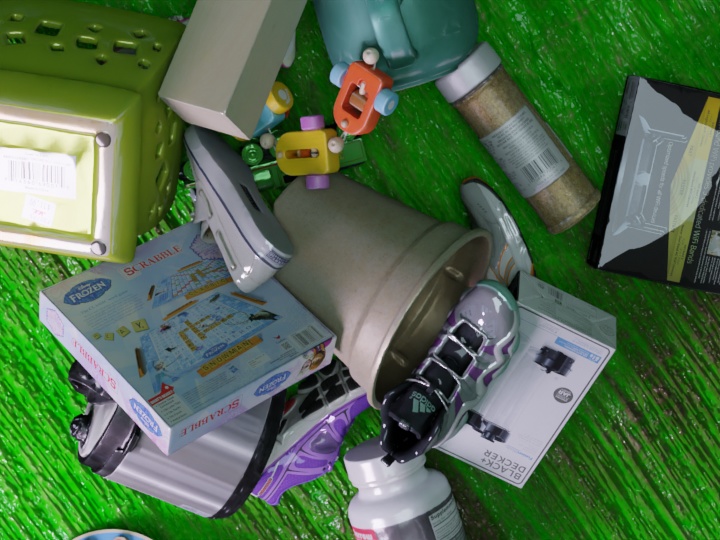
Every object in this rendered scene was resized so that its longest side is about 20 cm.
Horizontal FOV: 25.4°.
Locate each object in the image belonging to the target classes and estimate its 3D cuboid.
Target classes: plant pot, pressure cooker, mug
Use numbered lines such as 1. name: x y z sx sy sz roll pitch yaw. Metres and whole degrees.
1. plant pot: 0.000 0.000 1.553 0.183 0.200 0.202 34 95 18
2. pressure cooker: -0.189 0.133 1.554 0.198 0.180 0.176 23 128 -16
3. plant pot: -0.276 -0.124 1.486 0.197 0.182 0.201 9 120 2
4. mug: 0.029 -0.232 1.528 0.151 0.184 0.116 -7 106 41

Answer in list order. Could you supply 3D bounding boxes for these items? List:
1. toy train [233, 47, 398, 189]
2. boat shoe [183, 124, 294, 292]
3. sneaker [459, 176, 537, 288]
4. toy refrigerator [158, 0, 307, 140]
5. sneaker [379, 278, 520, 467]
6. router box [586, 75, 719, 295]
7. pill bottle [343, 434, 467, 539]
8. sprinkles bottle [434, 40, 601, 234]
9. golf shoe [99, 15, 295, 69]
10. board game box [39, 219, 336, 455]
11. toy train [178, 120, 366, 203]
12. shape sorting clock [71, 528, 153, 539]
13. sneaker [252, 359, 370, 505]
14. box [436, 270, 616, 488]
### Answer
1. toy train: -0.047 -0.165 1.515 0.199 0.055 0.152 31 114 29
2. boat shoe: -0.132 -0.059 1.517 0.070 0.201 0.071 -45 143 16
3. sneaker: 0.134 0.005 1.625 0.091 0.076 0.202 -24 98 4
4. toy refrigerator: -0.105 -0.229 1.468 0.075 0.070 0.202 16 79 24
5. sneaker: 0.075 0.109 1.511 0.077 0.140 0.202 32 121 18
6. router box: 0.331 -0.086 1.633 0.155 0.052 0.203 12 97 -6
7. pill bottle: 0.051 0.272 1.637 0.109 0.111 0.202 -19 99 -1
8. sprinkles bottle: 0.159 -0.133 1.607 0.068 0.068 0.201 -38 99 2
9. golf shoe: -0.156 -0.214 1.572 0.198 0.075 0.093 -18 102 0
10. board game box: -0.160 0.053 1.476 0.199 0.199 0.041 -26 146 -35
11. toy train: -0.088 -0.110 1.608 0.198 0.042 0.057 -15 110 -1
12. shape sorting clock: -0.260 0.364 1.622 0.197 0.039 0.203 -3 76 13
13. sneaker: -0.040 0.163 1.644 0.199 0.081 0.083 -39 115 9
14. box: 0.161 0.113 1.607 0.116 0.060 0.201 26 121 -8
